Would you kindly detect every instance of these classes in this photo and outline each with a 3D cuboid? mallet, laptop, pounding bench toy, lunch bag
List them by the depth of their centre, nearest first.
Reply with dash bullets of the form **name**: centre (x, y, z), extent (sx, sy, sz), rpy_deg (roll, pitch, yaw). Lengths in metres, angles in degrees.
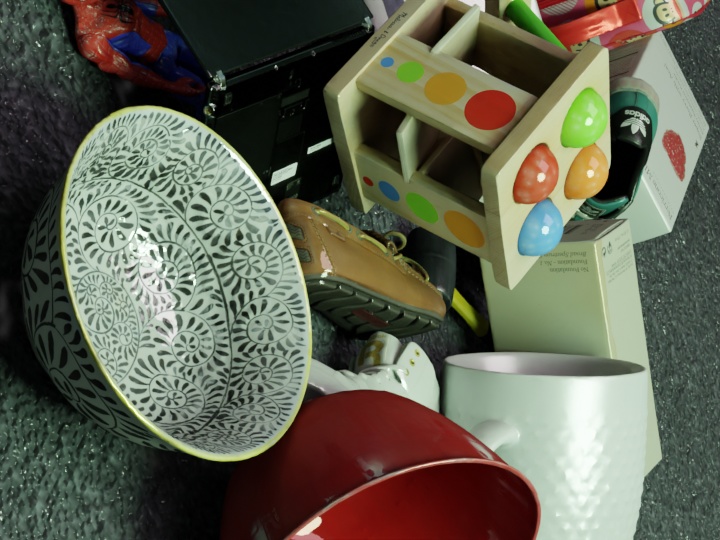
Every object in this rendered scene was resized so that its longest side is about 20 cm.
- **laptop**: centre (-0.081, -0.132, 1.035), extent (0.177, 0.103, 0.200), rpy_deg (-30, 140, -50)
- **pounding bench toy**: centre (0.104, -0.116, 1.088), extent (0.200, 0.156, 0.124), rpy_deg (-49, 151, -23)
- **mallet**: centre (0.093, 0.034, 1.281), extent (0.200, 0.041, 0.066), rpy_deg (39, 42, -47)
- **lunch bag**: centre (0.205, -0.230, 1.434), extent (0.176, 0.200, 0.082), rpy_deg (-39, 111, -57)

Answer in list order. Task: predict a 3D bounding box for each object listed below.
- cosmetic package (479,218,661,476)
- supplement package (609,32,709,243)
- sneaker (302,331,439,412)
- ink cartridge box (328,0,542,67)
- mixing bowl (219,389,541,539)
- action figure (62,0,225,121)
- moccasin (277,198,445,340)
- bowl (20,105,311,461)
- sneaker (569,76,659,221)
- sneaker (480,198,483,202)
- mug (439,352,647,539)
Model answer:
- **cosmetic package**: centre (0.164, 0.065, 1.259), extent (0.073, 0.103, 0.201), rpy_deg (-28, 111, -55)
- **supplement package**: centre (0.227, -0.114, 1.476), extent (0.121, 0.120, 0.200), rpy_deg (59, 34, -20)
- **sneaker**: centre (-0.007, 0.083, 1.073), extent (0.200, 0.073, 0.116), rpy_deg (50, 35, -46)
- **ink cartridge box**: centre (0.051, -0.207, 1.237), extent (0.144, 0.084, 0.201), rpy_deg (-13, 84, -23)
- **mixing bowl**: centre (-0.005, 0.144, 0.955), extent (0.200, 0.200, 0.108), rpy_deg (30, 22, -46)
- **action figure**: centre (-0.120, -0.136, 1.036), extent (0.200, 0.052, 0.066), rpy_deg (30, 55, -43)
- **moccasin**: centre (-0.001, 0.000, 1.114), extent (0.201, 0.074, 0.078), rpy_deg (23, 56, -52)
- **bowl**: centre (-0.125, 0.018, 0.899), extent (0.201, 0.094, 0.201), rpy_deg (33, 47, -45)
- **sneaker**: centre (0.185, -0.064, 1.342), extent (0.071, 0.200, 0.080), rpy_deg (21, 40, -2)
- **sneaker**: centre (0.120, -0.084, 1.356), extent (0.106, 0.075, 0.200), rpy_deg (53, 45, -34)
- **mug**: centre (0.116, 0.154, 1.132), extent (0.200, 0.147, 0.176), rpy_deg (-4, 97, -60)
